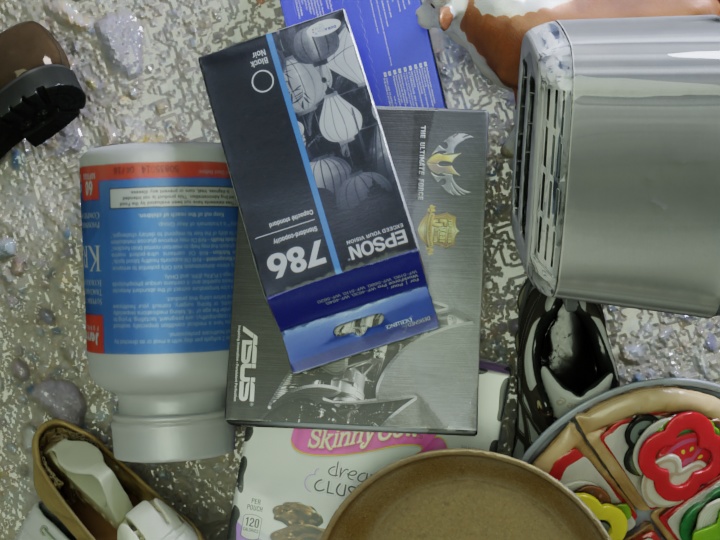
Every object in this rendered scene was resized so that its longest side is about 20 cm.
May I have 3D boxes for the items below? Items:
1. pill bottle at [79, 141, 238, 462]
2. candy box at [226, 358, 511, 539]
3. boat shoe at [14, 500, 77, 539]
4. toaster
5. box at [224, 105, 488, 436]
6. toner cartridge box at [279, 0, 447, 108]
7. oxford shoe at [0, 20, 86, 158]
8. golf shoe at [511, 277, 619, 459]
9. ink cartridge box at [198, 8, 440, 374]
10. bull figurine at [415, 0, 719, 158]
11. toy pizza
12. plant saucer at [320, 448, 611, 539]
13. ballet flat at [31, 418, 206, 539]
[{"bbox_3d":[-0.127,0.020,0.906,0.110,0.112,0.203,-2,90,6],"label":"pill bottle"},{"bbox_3d":[0.003,0.147,0.914,0.165,0.072,0.203,10,93,7],"label":"candy box"},{"bbox_3d":[-0.152,0.220,0.932,0.198,0.074,0.068,22,96,6],"label":"boat shoe"},{"bbox_3d":[0.157,-0.069,0.797,0.127,0.114,0.203,1,115,-2],"label":"toaster"},{"bbox_3d":[0.000,0.000,0.861,0.156,0.048,0.203,3,80,6],"label":"box"},{"bbox_3d":[0.006,-0.133,0.922,0.094,0.043,0.203,-13,90,6],"label":"toner cartridge box"},{"bbox_3d":[-0.288,-0.105,0.951,0.198,0.073,0.085,-29,72,4],"label":"oxford shoe"},{"bbox_3d":[0.133,0.101,0.889,0.077,0.094,0.203,-9,92,5],"label":"golf shoe"},{"bbox_3d":[-0.025,-0.048,0.829,0.098,0.039,0.202,-18,79,1],"label":"ink cartridge box"},{"bbox_3d":[0.134,-0.138,0.871,0.197,0.122,0.066,0,47,12],"label":"bull figurine"},{"bbox_3d":[0.183,0.160,0.870,0.197,0.032,0.203,-4,116,-8],"label":"toy pizza"},{"bbox_3d":[0.068,0.203,0.844,0.197,0.035,0.203,2,99,13],"label":"plant saucer"},{"bbox_3d":[-0.155,0.164,0.895,0.199,0.064,0.068,31,52,34],"label":"ballet flat"}]
